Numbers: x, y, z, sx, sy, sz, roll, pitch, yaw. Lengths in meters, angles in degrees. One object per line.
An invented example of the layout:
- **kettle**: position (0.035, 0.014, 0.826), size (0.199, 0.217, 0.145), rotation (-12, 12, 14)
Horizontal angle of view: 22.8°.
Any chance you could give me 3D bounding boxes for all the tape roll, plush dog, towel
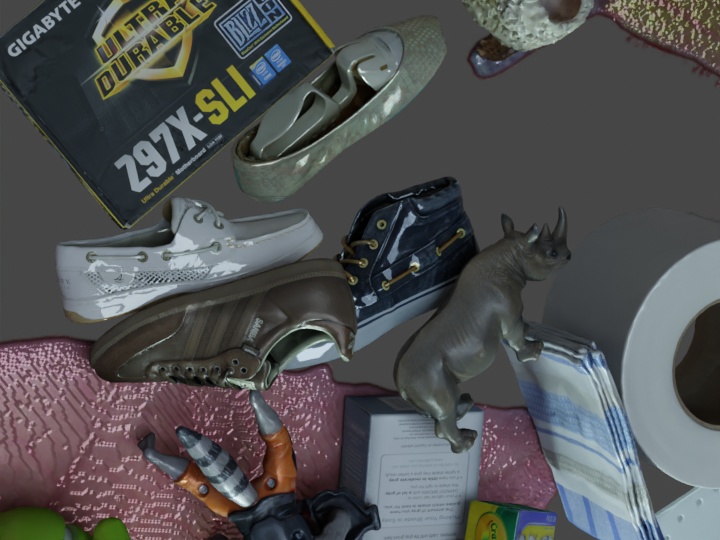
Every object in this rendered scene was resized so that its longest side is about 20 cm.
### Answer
- **tape roll**: position (0.263, 0.059, 1.435), size (0.201, 0.139, 0.204), rotation (-4, 102, -21)
- **plush dog**: position (0.102, -0.254, 1.328), size (0.172, 0.160, 0.200), rotation (52, 51, -8)
- **towel**: position (0.172, 0.133, 1.409), size (0.024, 0.147, 0.201), rotation (-28, 111, -19)

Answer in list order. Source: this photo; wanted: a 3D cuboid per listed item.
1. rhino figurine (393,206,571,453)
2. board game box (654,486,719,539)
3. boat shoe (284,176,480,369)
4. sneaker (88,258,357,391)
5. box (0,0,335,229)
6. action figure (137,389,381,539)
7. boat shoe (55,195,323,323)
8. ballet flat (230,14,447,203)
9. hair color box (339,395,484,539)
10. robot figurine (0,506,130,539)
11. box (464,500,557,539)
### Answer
- **rhino figurine**: position (0.098, 0.032, 1.350), size (0.087, 0.060, 0.200), rotation (41, 80, -29)
- **board game box**: position (0.337, 0.260, 1.568), size (0.199, 0.026, 0.201), rotation (-30, 110, -13)
- **boat shoe**: position (0.000, 0.000, 1.360), size (0.199, 0.071, 0.091), rotation (-25, 109, -23)
- **sneaker**: position (-0.098, 0.055, 1.276), size (0.199, 0.070, 0.076), rotation (-20, 71, 10)
- **box**: position (-0.142, -0.151, 1.259), size (0.200, 0.049, 0.160), rotation (-41, 98, -10)
- **action figure**: position (-0.094, 0.198, 1.327), size (0.199, 0.105, 0.194), rotation (-31, 94, 5)
- **boat shoe**: position (-0.124, -0.020, 1.301), size (0.199, 0.071, 0.070), rotation (-17, 107, -16)
- **ballet flat**: position (-0.014, -0.128, 1.320), size (0.200, 0.067, 0.062), rotation (-44, 145, -8)
- **hair color box**: position (0.036, 0.202, 1.416), size (0.098, 0.061, 0.202), rotation (0, 100, -22)
- **robot figurine**: position (-0.215, 0.251, 1.292), size (0.175, 0.116, 0.200), rotation (-39, 112, 25)
- **box**: position (0.106, 0.286, 1.415), size (0.117, 0.048, 0.201), rotation (20, 80, -67)
